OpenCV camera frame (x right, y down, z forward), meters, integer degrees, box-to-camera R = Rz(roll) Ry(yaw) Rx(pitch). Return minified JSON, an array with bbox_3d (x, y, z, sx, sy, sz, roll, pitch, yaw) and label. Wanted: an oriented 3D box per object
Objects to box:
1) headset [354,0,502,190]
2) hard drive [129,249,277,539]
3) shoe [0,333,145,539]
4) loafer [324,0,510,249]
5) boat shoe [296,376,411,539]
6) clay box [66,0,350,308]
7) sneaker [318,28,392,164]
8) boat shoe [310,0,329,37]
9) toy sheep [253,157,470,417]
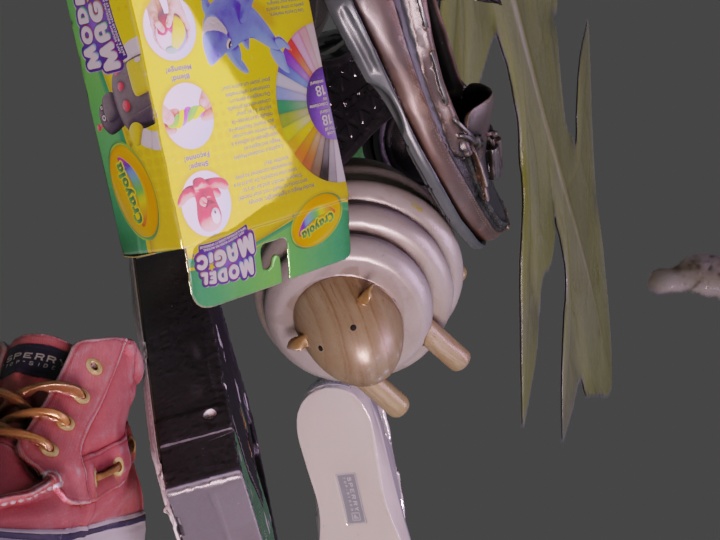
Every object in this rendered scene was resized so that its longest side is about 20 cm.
[{"bbox_3d":[0.037,-0.104,1.087,0.124,0.094,0.200,-125,-143,-49],"label":"headset"},{"bbox_3d":[-0.069,0.079,0.751,0.200,0.038,0.140,-109,-175,-52],"label":"hard drive"},{"bbox_3d":[-0.129,0.068,0.606,0.200,0.071,0.091,26,62,-79],"label":"shoe"},{"bbox_3d":[0.047,-0.098,0.921,0.200,0.063,0.072,57,14,-31],"label":"loafer"},{"bbox_3d":[-0.001,0.157,1.085,0.069,0.072,0.200,-52,130,-66],"label":"boat shoe"},{"bbox_3d":[-0.070,-0.090,0.745,0.115,0.048,0.200,-19,102,-47],"label":"clay box"},{"bbox_3d":[-0.033,-0.097,0.961,0.200,0.083,0.072,-31,109,-44],"label":"sneaker"},{"bbox_3d":[-0.074,-0.183,0.855,0.075,0.065,0.202,-69,155,-8],"label":"boat shoe"},{"bbox_3d":[0.000,0.000,0.971,0.200,0.138,0.138,-93,174,-59],"label":"toy sheep"}]
